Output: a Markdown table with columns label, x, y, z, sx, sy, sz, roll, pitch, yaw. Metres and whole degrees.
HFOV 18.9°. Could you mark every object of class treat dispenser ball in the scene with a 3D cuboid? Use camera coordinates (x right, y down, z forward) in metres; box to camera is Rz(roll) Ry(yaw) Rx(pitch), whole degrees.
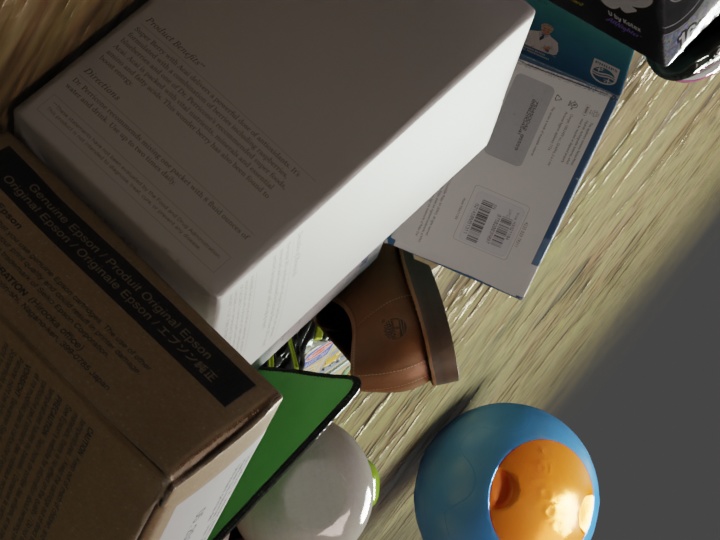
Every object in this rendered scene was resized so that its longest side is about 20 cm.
| label | x | y | z | sx | sy | sz | roll | pitch | yaw |
| --- | --- | --- | --- | --- | --- | --- | --- | --- | --- |
| treat dispenser ball | 0.156 | 0.243 | 2.313 | 0.201 | 0.201 | 0.201 | -45 | 167 | -13 |

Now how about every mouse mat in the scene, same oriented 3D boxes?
| label | x | y | z | sx | sy | sz | roll | pitch | yaw |
| --- | --- | --- | --- | --- | --- | --- | --- | --- | --- |
| mouse mat | -0.107 | 0.101 | 1.132 | 0.199 | 0.008 | 0.161 | 1 | -142 | 48 |

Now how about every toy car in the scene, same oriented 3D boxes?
| label | x | y | z | sx | sy | sz | roll | pitch | yaw |
| --- | --- | --- | --- | --- | --- | --- | --- | --- | --- |
| toy car | -0.081 | 0.164 | 1.239 | 0.198 | 0.152 | 0.175 | -9 | 180 | -16 |

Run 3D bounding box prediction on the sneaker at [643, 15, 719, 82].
| label | x | y | z | sx | sy | sz | roll | pitch | yaw |
| --- | --- | --- | --- | --- | --- | --- | --- | --- | --- |
| sneaker | 0.213 | -0.181 | 1.149 | 0.086 | 0.080 | 0.201 | -52 | 167 | -70 |

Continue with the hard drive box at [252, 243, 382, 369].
| label | x | y | z | sx | sy | sz | roll | pitch | yaw |
| --- | --- | --- | --- | --- | --- | --- | --- | --- | --- |
| hard drive box | -0.068 | -0.007 | 1.104 | 0.200 | 0.077 | 0.156 | -42 | 166 | -27 |

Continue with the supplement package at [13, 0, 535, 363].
| label | x | y | z | sx | sy | sz | roll | pitch | yaw |
| --- | --- | --- | --- | --- | --- | --- | --- | --- | --- |
| supplement package | -0.039 | -0.062 | 0.942 | 0.200 | 0.121 | 0.120 | -42 | 166 | -24 |

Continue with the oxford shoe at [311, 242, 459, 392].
| label | x | y | z | sx | sy | sz | roll | pitch | yaw |
| --- | --- | --- | --- | --- | --- | --- | --- | --- | --- |
| oxford shoe | 0.000 | 0.000 | 1.246 | 0.071 | 0.200 | 0.072 | -15 | 123 | -3 |

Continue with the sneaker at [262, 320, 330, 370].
| label | x | y | z | sx | sy | sz | roll | pitch | yaw |
| --- | --- | --- | --- | --- | --- | --- | --- | --- | --- |
| sneaker | -0.059 | 0.026 | 1.294 | 0.076 | 0.076 | 0.200 | -15 | -165 | 31 |

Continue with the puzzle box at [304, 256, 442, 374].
| label | x | y | z | sx | sy | sz | roll | pitch | yaw |
| --- | --- | --- | --- | --- | --- | --- | --- | --- | --- |
| puzzle box | -0.021 | 0.061 | 1.583 | 0.200 | 0.025 | 0.133 | -33 | 159 | -51 |

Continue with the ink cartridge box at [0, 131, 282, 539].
| label | x | y | z | sx | sy | sz | roll | pitch | yaw |
| --- | --- | --- | --- | --- | --- | --- | --- | --- | --- |
| ink cartridge box | -0.138 | 0.071 | 0.899 | 0.075 | 0.165 | 0.201 | -36 | 163 | -43 |

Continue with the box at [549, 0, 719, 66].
| label | x | y | z | sx | sy | sz | roll | pitch | yaw |
| --- | --- | --- | --- | --- | --- | --- | --- | --- | --- |
| box | 0.135 | -0.206 | 0.869 | 0.200 | 0.132 | 0.115 | -44 | 149 | -20 |

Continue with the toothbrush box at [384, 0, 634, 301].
| label | x | y | z | sx | sy | sz | roll | pitch | yaw |
| --- | --- | --- | --- | --- | --- | --- | --- | --- | --- |
| toothbrush box | 0.094 | -0.108 | 1.174 | 0.201 | 0.085 | 0.147 | -68 | -179 | -51 |
